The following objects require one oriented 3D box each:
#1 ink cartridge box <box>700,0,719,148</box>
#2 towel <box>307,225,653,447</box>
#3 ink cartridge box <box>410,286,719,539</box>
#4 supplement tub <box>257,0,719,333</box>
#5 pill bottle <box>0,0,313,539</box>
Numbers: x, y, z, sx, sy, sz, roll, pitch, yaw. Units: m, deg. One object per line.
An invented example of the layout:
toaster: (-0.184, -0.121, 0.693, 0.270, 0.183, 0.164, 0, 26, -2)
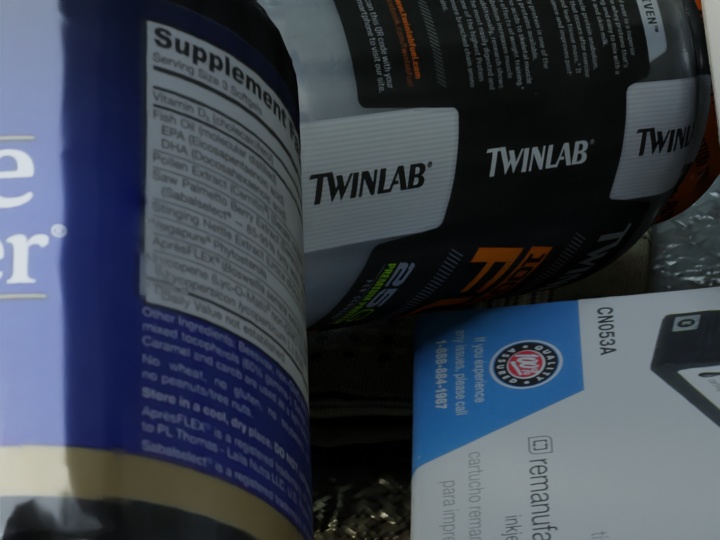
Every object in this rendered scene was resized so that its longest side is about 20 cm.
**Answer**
ink cartridge box: (0.157, -0.077, 0.817, 0.084, 0.146, 0.201, -20, 49, 21)
towel: (0.000, 0.000, 0.918, 0.191, 0.035, 0.200, 1, 30, 10)
ink cartridge box: (0.115, 0.072, 0.713, 0.199, 0.084, 0.145, -6, 30, 5)
supplement tub: (0.007, -0.048, 0.776, 0.199, 0.123, 0.122, -9, 24, -42)
pill bottle: (-0.067, -0.002, 0.601, 0.111, 0.112, 0.201, -6, 58, 4)
